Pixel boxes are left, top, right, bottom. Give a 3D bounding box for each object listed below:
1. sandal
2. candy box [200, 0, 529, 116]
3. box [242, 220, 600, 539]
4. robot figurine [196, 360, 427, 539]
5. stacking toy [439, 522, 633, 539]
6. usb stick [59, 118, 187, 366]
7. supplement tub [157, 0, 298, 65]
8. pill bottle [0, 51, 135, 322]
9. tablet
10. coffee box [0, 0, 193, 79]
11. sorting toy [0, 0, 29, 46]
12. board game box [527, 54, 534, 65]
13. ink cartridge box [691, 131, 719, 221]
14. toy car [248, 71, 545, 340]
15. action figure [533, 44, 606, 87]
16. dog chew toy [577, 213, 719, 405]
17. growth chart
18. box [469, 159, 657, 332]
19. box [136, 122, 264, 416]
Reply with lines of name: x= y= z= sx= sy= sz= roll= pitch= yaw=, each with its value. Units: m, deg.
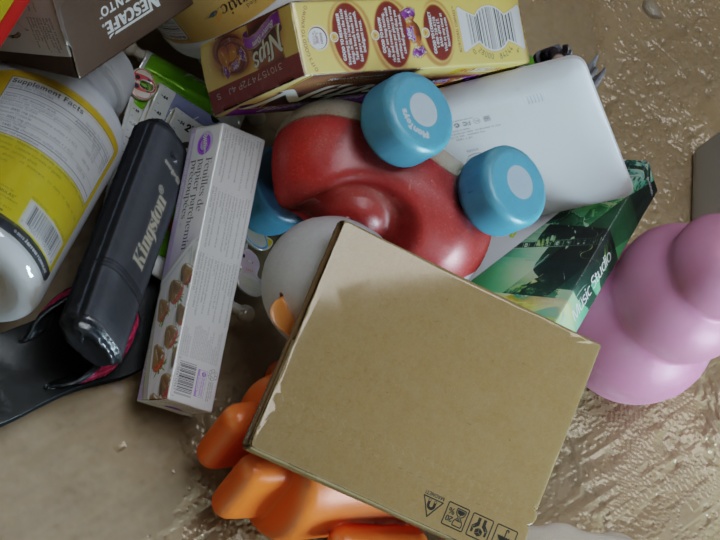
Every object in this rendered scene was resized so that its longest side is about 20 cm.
sandal: x=-0.191 y=0.047 z=1.499 sx=0.200 sy=0.045 sz=0.075 roll=-31 pitch=82 yaw=-42
candy box: x=0.004 y=-0.151 z=1.553 sx=0.200 sy=0.117 sz=0.056 roll=-9 pitch=86 yaw=-38
box: x=0.043 y=0.081 z=1.464 sx=0.200 sy=0.021 sz=0.164 roll=26 pitch=78 yaw=-14
robot figurine: x=-0.009 y=0.123 z=1.527 sx=0.200 sy=0.144 sz=0.117 roll=-1 pitch=109 yaw=-30
stacking toy: x=0.119 y=0.275 z=1.541 sx=0.146 sy=0.146 sz=0.200 roll=10 pitch=80 yaw=-26
usb stick: x=-0.157 y=-0.021 z=1.509 sx=0.055 sy=0.033 sz=0.200 roll=51 pitch=38 yaw=-34
supplement tub: x=-0.111 y=-0.244 z=1.604 sx=0.200 sy=0.145 sz=0.145 roll=51 pitch=47 yaw=-33
pill bottle: x=-0.227 y=-0.071 z=1.502 sx=0.112 sy=0.112 sz=0.200 roll=33 pitch=53 yaw=-12
tablet: x=0.086 y=-0.082 z=1.621 sx=0.014 sy=0.200 sz=0.130 roll=-79 pitch=150 yaw=-49
coffee box: x=-0.229 y=-0.202 z=1.510 sx=0.114 sy=0.200 sz=0.080 roll=-39 pitch=129 yaw=-34
sorting toy: x=-0.305 y=-0.182 z=1.438 sx=0.070 sy=0.200 sz=0.199 roll=2 pitch=45 yaw=-46
board game box: x=0.088 y=-0.121 z=1.741 sx=0.096 sy=0.030 sz=0.200 roll=28 pitch=46 yaw=22
ink cartridge box: x=0.390 y=-0.043 z=1.836 sx=0.200 sy=0.129 sz=0.125 roll=19 pitch=58 yaw=-20
toy car: x=0.000 y=0.000 z=1.536 sx=0.177 sy=0.184 sz=0.200 roll=35 pitch=53 yaw=-27
action figure: x=0.100 y=-0.148 z=1.707 sx=0.200 sy=0.069 sz=0.130 roll=33 pitch=44 yaw=21
dog chew toy: x=0.233 y=0.021 z=1.666 sx=0.125 sy=0.200 sz=0.125 roll=13 pitch=60 yaw=-24
growth chart: x=-0.121 y=-0.063 z=1.607 sx=0.145 sy=0.018 sz=0.200 roll=23 pitch=50 yaw=-25
box: x=0.118 y=-0.012 z=1.660 sx=0.200 sy=0.144 sz=0.036 roll=-58 pitch=139 yaw=-36
box: x=-0.109 y=-0.001 z=1.532 sx=0.041 sy=0.039 sz=0.200 roll=20 pitch=73 yaw=-37
